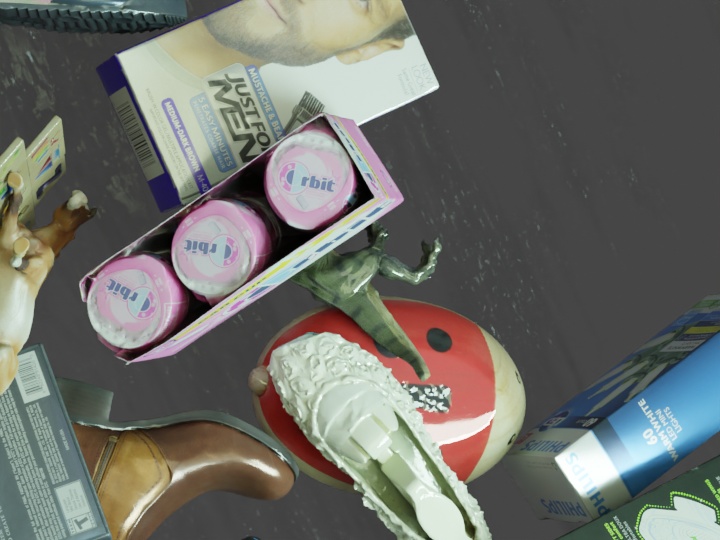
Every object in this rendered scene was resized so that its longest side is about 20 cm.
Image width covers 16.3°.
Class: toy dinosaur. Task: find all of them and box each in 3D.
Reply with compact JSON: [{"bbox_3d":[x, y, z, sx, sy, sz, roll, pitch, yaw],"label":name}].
[{"bbox_3d":[0.000,0.000,1.668,0.088,0.048,0.200,-33,57,-31],"label":"toy dinosaur"}]

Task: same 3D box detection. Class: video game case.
[{"bbox_3d":[-0.270,0.138,1.556,0.199,0.019,0.143,-19,63,-9],"label":"video game case"}]

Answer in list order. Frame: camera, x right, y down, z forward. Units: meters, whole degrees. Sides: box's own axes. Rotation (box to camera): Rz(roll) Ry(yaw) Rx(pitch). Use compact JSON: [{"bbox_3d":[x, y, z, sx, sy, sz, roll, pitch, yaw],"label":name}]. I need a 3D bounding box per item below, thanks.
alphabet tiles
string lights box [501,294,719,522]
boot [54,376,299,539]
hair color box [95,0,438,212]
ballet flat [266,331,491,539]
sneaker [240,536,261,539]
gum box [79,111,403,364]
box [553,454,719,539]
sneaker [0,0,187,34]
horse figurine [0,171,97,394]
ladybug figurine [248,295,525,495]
[{"bbox_3d":[-0.248,-0.006,1.549,0.006,0.166,0.200,37,75,6],"label":"alphabet tiles"},{"bbox_3d":[0.203,0.094,1.729,0.200,0.103,0.059,-35,99,-18],"label":"string lights box"},{"bbox_3d":[-0.141,0.180,1.587,0.187,0.068,0.201,18,59,-17],"label":"boot"},{"bbox_3d":[-0.061,-0.128,1.673,0.199,0.065,0.110,-26,94,-20],"label":"hair color box"},{"bbox_3d":[0.021,0.119,1.612,0.072,0.072,0.200,-46,106,-16],"label":"ballet flat"},{"bbox_3d":[-0.024,0.209,1.662,0.199,0.073,0.112,-17,49,-45],"label":"sneaker"},{"bbox_3d":[-0.078,-0.017,1.594,0.200,0.113,0.066,-34,86,9],"label":"gum box"},{"bbox_3d":[0.195,0.222,1.664,0.199,0.149,0.125,-22,73,-30],"label":"box"},{"bbox_3d":[-0.207,-0.198,1.612,0.199,0.070,0.083,5,81,-10],"label":"sneaker"},{"bbox_3d":[-0.223,0.027,1.550,0.050,0.133,0.201,19,78,2],"label":"horse figurine"},{"bbox_3d":[0.023,0.085,1.684,0.199,0.072,0.137,4,86,-19],"label":"ladybug figurine"}]
